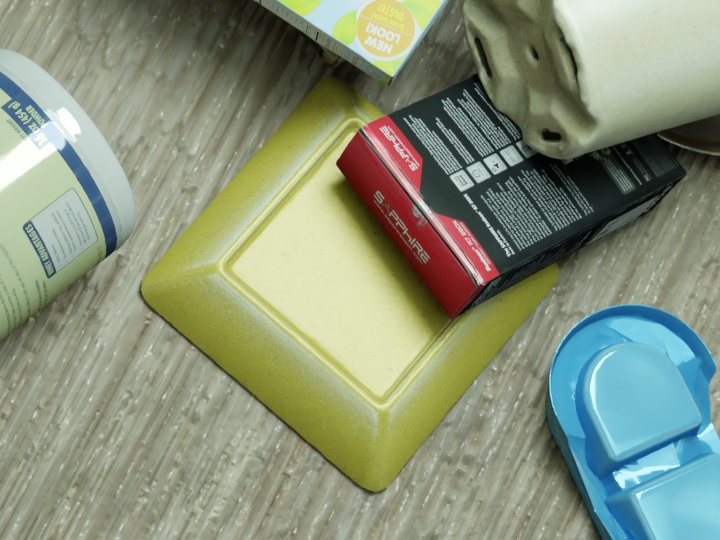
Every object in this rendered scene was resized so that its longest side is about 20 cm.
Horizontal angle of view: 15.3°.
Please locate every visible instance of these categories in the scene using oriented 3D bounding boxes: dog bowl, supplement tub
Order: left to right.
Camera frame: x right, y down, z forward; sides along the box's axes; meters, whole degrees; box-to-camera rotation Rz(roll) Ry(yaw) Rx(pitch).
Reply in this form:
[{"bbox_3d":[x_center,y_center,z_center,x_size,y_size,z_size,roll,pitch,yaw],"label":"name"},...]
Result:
[{"bbox_3d":[-0.247,-0.020,1.567,0.200,0.145,0.145,-40,86,-20],"label":"supplement tub"},{"bbox_3d":[0.185,0.120,1.673,0.111,0.050,0.200,-23,81,-17],"label":"dog bowl"}]

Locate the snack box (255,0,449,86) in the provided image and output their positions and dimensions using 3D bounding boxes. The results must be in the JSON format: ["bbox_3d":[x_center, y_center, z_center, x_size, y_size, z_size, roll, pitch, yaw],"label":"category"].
[{"bbox_3d":[-0.019,-0.236,1.623,0.200,0.068,0.169,34,88,1],"label":"snack box"}]

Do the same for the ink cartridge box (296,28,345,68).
[{"bbox_3d":[0.011,-0.251,1.696,0.200,0.075,0.165,-37,92,-4],"label":"ink cartridge box"}]

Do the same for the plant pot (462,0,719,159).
[{"bbox_3d":[0.171,-0.160,1.630,0.183,0.200,0.201,-26,81,-23],"label":"plant pot"}]

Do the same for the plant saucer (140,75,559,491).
[{"bbox_3d":[0.000,0.000,1.667,0.200,0.048,0.200,40,70,1],"label":"plant saucer"}]

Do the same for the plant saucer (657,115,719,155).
[{"bbox_3d":[0.232,-0.167,1.774,0.200,0.032,0.201,3,75,-11],"label":"plant saucer"}]

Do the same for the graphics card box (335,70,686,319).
[{"bbox_3d":[0.095,-0.063,1.667,0.200,0.051,0.126,-29,75,-37],"label":"graphics card box"}]
